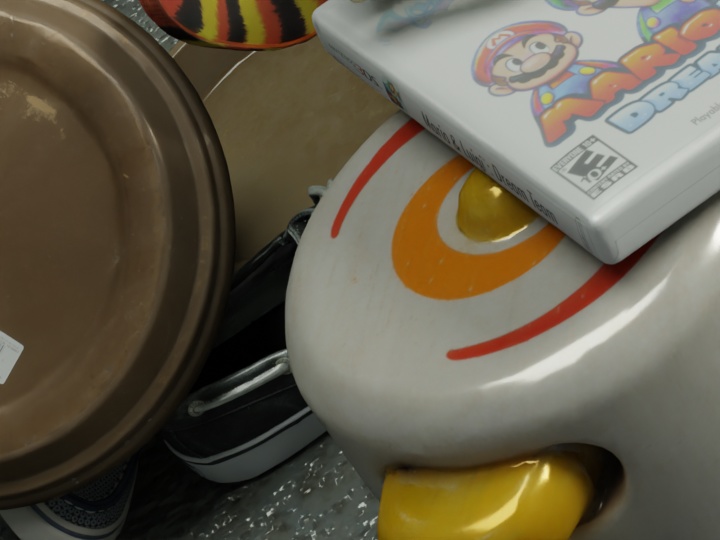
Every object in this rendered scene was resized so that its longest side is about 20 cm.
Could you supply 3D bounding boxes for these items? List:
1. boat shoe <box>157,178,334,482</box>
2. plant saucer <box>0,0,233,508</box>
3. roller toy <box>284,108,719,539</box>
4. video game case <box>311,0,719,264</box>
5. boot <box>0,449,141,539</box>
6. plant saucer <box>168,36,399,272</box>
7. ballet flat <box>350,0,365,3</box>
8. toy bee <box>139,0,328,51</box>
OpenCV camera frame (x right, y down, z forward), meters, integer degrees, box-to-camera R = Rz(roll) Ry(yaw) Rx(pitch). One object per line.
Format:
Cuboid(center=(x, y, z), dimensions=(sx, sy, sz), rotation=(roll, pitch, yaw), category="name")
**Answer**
Cuboid(center=(-0.001, -0.002, 1.069), dimensions=(0.199, 0.068, 0.074), rotation=(-33, 51, 5), category="boat shoe")
Cuboid(center=(-0.145, -0.012, 1.049), dimensions=(0.199, 0.029, 0.201), rotation=(-1, 86, 16), category="plant saucer")
Cuboid(center=(0.071, 0.016, 0.945), dimensions=(0.200, 0.140, 0.182), rotation=(-39, 37, -4), category="roller toy")
Cuboid(center=(0.107, -0.100, 0.926), dimensions=(0.200, 0.024, 0.182), rotation=(-35, 39, -11), category="video game case")
Cuboid(center=(-0.103, 0.010, 1.105), dimensions=(0.090, 0.072, 0.201), rotation=(-42, 41, 38), category="boot")
Cuboid(center=(-0.019, -0.066, 1.195), dimensions=(0.199, 0.030, 0.201), rotation=(-22, 39, 19), category="plant saucer")
Cuboid(center=(0.074, -0.139, 0.926), dimensions=(0.199, 0.070, 0.070), rotation=(-20, 39, 3), category="ballet flat")
Cuboid(center=(0.014, -0.150, 1.021), dimensions=(0.200, 0.108, 0.131), rotation=(-52, 16, 15), category="toy bee")
